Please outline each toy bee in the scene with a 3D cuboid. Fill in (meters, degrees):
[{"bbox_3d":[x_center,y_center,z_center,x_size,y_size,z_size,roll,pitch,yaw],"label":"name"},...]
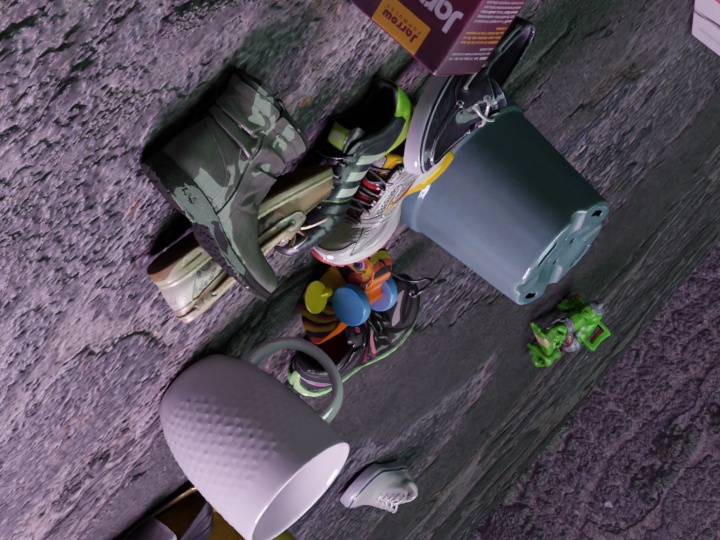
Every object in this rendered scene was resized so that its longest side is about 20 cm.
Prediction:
[{"bbox_3d":[0.000,0.000,1.839,0.200,0.109,0.131,-28,179,23],"label":"toy bee"}]

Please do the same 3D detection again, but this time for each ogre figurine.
[{"bbox_3d":[0.352,0.106,2.825,0.120,0.098,0.200,-31,147,-12],"label":"ogre figurine"}]

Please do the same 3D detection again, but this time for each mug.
[{"bbox_3d":[-0.106,0.161,1.777,0.200,0.175,0.148,-46,162,-5],"label":"mug"}]

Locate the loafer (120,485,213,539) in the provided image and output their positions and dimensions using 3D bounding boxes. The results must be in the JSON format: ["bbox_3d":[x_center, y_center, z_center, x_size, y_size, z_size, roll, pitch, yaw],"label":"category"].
[{"bbox_3d":[-0.247,0.320,1.978,0.200,0.073,0.072,-42,155,-47],"label":"loafer"}]

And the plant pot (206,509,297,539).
[{"bbox_3d":[-0.164,0.382,2.139,0.200,0.200,0.142,-39,135,-23],"label":"plant pot"}]

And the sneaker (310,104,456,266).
[{"bbox_3d":[0.015,-0.092,1.709,0.200,0.078,0.082,-52,155,-9],"label":"sneaker"}]

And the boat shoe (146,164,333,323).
[{"bbox_3d":[-0.102,-0.030,1.533,0.200,0.063,0.073,-34,-164,-16],"label":"boat shoe"}]

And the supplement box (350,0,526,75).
[{"bbox_3d":[0.097,-0.279,1.425,0.086,0.110,0.200,-14,143,-58],"label":"supplement box"}]

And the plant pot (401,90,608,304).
[{"bbox_3d":[0.153,-0.079,1.832,0.200,0.196,0.200,-41,162,-17],"label":"plant pot"}]

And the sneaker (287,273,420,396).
[{"bbox_3d":[-0.001,0.075,1.997,0.200,0.077,0.084,-42,165,-20],"label":"sneaker"}]

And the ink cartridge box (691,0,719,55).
[{"bbox_3d":[0.519,-0.380,2.206,0.144,0.084,0.200,-46,161,-7],"label":"ink cartridge box"}]

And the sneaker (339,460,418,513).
[{"bbox_3d":[0.038,0.352,2.666,0.073,0.071,0.200,-54,161,21],"label":"sneaker"}]

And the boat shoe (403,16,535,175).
[{"bbox_3d":[0.111,-0.174,1.656,0.200,0.068,0.072,-59,157,-21],"label":"boat shoe"}]

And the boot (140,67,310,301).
[{"bbox_3d":[-0.089,-0.070,1.424,0.131,0.068,0.200,-43,136,-9],"label":"boot"}]

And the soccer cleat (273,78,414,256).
[{"bbox_3d":[-0.024,-0.103,1.609,0.200,0.068,0.081,-51,153,-10],"label":"soccer cleat"}]
